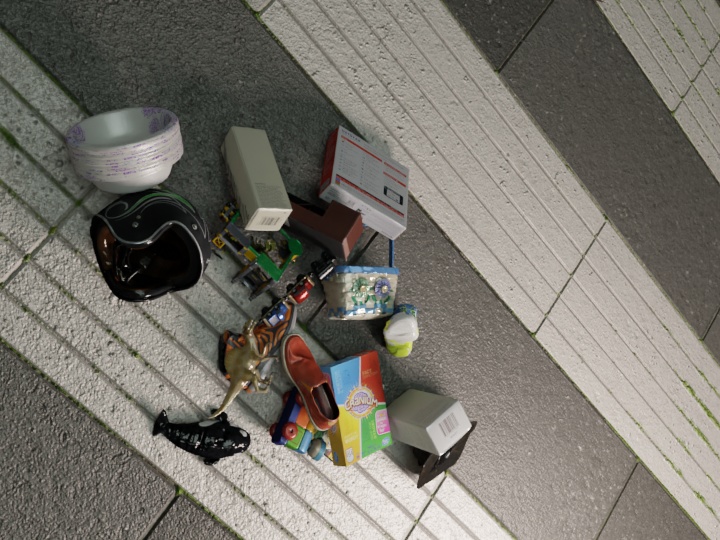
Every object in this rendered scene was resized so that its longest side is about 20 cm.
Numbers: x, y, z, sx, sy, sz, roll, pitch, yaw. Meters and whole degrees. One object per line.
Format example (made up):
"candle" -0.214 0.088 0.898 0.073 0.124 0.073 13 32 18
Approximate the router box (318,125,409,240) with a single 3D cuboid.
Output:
"router box" 0.013 -0.187 1.583 0.197 0.049 0.183 29 46 -24

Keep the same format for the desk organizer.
"desk organizer" -0.095 -0.108 1.498 0.197 0.072 0.078 27 69 17

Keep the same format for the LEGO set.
"LEGO set" -0.224 -0.041 1.487 0.199 0.115 0.156 39 44 -22

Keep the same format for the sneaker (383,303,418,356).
"sneaker" 0.088 0.106 1.596 0.074 0.201 0.108 10 65 0

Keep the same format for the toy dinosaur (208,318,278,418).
"toy dinosaur" -0.220 0.198 1.439 0.099 0.058 0.205 19 85 -3

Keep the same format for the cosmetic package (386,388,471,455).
"cosmetic package" 0.135 0.320 1.590 0.101 0.199 0.075 -34 102 -23

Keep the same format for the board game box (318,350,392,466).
"board game box" -0.010 0.285 1.553 0.151 0.040 0.206 -13 94 -48

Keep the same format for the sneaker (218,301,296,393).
"sneaker" -0.211 0.133 1.485 0.111 0.077 0.203 36 73 -22

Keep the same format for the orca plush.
"orca plush" -0.297 0.317 1.438 0.198 0.071 0.107 33 74 -22

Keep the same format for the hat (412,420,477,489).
"hat" 0.170 0.390 1.667 0.199 0.080 0.203 -37 149 -27

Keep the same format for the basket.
"basket" 0.000 0.000 1.566 0.172 0.138 0.206 -2 80 -27

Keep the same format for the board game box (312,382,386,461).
"board game box" -0.035 0.301 1.603 0.104 0.023 0.202 40 71 -18

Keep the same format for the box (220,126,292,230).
"box" -0.205 -0.180 1.449 0.080 0.069 0.204 1 56 -36

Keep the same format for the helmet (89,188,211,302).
"helmet" -0.369 -0.052 1.344 0.188 0.198 0.205 -20 97 -35

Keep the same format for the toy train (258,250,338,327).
"toy train" -0.120 0.041 1.468 0.199 0.046 0.034 -43 140 -7

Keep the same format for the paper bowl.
"paper bowl" -0.416 -0.210 1.328 0.197 0.200 0.107 -20 125 -26

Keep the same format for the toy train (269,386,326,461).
"toy train" -0.098 0.280 1.533 0.114 0.084 0.204 32 65 -21

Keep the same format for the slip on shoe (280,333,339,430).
"slip on shoe" -0.095 0.216 1.465 0.073 0.061 0.204 -22 88 -42
